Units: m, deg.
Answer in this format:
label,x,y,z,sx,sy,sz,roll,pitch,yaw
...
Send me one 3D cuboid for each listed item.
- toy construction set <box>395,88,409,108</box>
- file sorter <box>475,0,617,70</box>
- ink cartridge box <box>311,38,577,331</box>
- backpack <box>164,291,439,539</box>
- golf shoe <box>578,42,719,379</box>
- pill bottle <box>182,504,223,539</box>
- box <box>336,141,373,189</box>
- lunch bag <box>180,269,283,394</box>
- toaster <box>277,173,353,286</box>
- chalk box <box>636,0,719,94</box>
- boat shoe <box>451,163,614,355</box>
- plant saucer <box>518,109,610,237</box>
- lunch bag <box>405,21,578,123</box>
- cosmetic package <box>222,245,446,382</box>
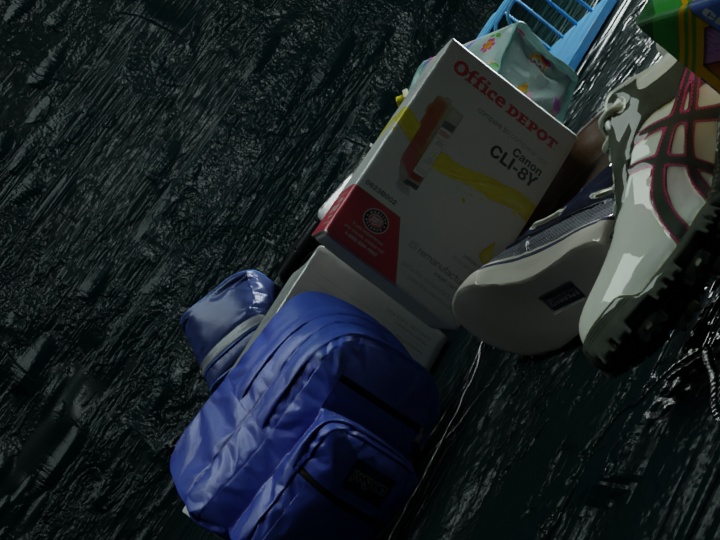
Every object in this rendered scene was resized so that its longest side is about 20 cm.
label,x,y,z,sx,sy,sz,roll,pitch,yaw
toy construction set,0.118,-0.162,1.169,0.091,0.199,0.134,-26,62,24
file sorter,0.244,-0.331,1.175,0.140,0.122,0.200,-57,6,-13
ink cartridge box,0.072,-0.072,0.721,0.202,0.144,0.083,-56,7,-8
backpack,-0.027,0.137,0.668,0.202,0.162,0.167,-54,36,-2
golf shoe,0.150,-0.041,0.411,0.202,0.087,0.078,-55,-28,-15
pill bottle,-0.160,0.280,1.178,0.202,0.113,0.114,-58,6,-19
box,0.022,-0.261,2.542,0.201,0.147,0.125,-53,7,25
lunch bag,-0.128,0.111,1.096,0.135,0.134,0.200,-37,-33,11
toaster,0.000,0.000,1.101,0.119,0.180,0.200,-52,2,-38
chalk box,0.198,-0.105,0.259,0.126,0.123,0.200,-55,5,8
boat shoe,0.140,-0.009,0.543,0.093,0.075,0.199,-51,11,-26
plant saucer,0.168,-0.048,0.668,0.202,0.032,0.200,-56,5,7
lunch bag,0.112,-0.135,0.869,0.169,0.121,0.203,-2,61,58
cosmetic package,-0.044,0.116,0.860,0.202,0.164,0.165,-57,6,-18
